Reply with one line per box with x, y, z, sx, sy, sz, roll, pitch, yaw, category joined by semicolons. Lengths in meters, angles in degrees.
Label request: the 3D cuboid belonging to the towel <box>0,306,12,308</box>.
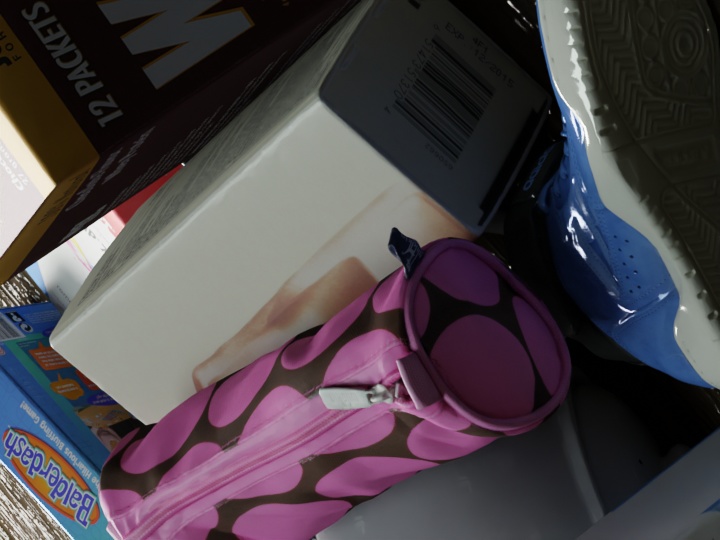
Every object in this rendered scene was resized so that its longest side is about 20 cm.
-0.144;0.112;1.784;0.200;0.048;0.172;17;133;55;towel

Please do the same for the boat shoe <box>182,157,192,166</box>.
-0.079;-0.081;1.379;0.200;0.063;0.073;47;154;17;boat shoe

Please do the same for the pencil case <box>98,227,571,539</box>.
-0.018;0.061;1.133;0.091;0.094;0.200;51;130;-5;pencil case

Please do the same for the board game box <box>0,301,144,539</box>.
-0.115;0.094;1.577;0.200;0.152;0.045;43;118;26;board game box

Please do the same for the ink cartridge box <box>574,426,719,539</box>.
0.168;0.173;1.144;0.201;0.144;0.085;59;157;-10;ink cartridge box

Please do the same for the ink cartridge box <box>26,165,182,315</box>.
-0.124;-0.043;1.510;0.116;0.067;0.200;50;156;12;ink cartridge box

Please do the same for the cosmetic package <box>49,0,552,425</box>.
-0.026;-0.020;1.202;0.087;0.104;0.200;41;134;-11;cosmetic package

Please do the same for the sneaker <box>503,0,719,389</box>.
0.086;-0.042;1.098;0.111;0.077;0.200;7;135;48;sneaker

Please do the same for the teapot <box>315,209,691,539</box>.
0.074;0.106;1.248;0.200;0.146;0.198;51;-162;-43;teapot

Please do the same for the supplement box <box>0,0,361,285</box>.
-0.106;-0.112;1.219;0.133;0.200;0.197;54;157;1;supplement box

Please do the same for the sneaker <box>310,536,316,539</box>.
-0.034;0.063;1.354;0.140;0.077;0.200;62;-174;-23;sneaker
